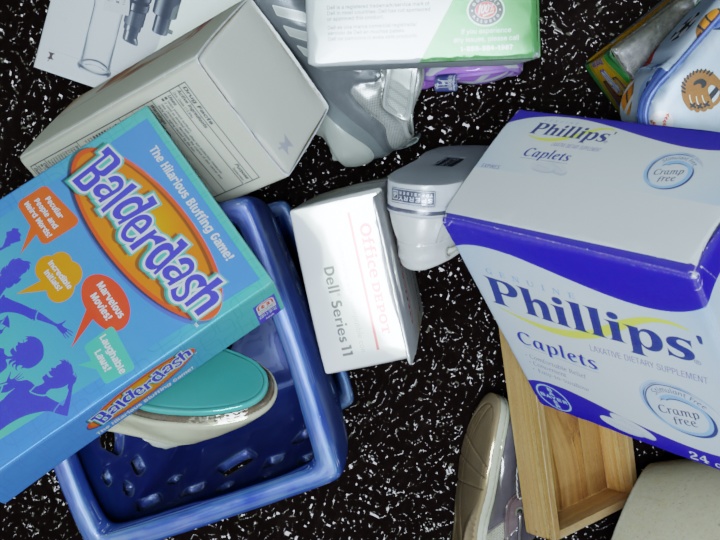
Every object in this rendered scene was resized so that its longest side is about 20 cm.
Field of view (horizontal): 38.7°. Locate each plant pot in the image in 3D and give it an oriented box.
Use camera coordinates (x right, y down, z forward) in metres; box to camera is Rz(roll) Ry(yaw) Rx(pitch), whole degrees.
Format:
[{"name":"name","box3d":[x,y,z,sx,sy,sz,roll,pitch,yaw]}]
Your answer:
[{"name":"plant pot","box3d":[-0.117,0.062,0.762,0.198,0.180,0.202,-19,96,11]}]

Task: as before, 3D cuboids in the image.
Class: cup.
[{"name":"cup","box3d":[0.265,0.220,0.763,0.142,0.200,0.203,21,100,27]}]

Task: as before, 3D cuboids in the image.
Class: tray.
[{"name":"tray","box3d":[0.159,0.092,0.791,0.098,0.037,0.203,-13,99,-35]}]

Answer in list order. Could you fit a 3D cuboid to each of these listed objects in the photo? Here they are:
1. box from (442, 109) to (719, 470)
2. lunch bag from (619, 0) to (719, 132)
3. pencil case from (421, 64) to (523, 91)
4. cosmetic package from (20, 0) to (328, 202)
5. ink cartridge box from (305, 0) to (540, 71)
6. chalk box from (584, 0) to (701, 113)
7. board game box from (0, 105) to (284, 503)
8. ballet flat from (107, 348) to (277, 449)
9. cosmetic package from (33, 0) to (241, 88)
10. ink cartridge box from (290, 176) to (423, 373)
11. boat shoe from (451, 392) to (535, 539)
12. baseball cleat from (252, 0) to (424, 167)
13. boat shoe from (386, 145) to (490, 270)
[{"name":"box","box3d":[0.176,0.014,0.646,0.105,0.183,0.201,-50,130,-22]},{"name":"lunch bag","box3d":[0.275,-0.117,0.637,0.160,0.076,0.200,44,99,-5]},{"name":"pencil case","box3d":[0.075,-0.234,0.761,0.085,0.083,0.203,3,98,39]},{"name":"cosmetic package","box3d":[-0.135,-0.098,0.735,0.198,0.088,0.104,-16,122,37]},{"name":"ink cartridge box","box3d":[0.036,-0.231,0.644,0.144,0.083,0.203,-1,99,3]},{"name":"chalk box","box3d":[0.275,-0.111,0.736,0.124,0.124,0.201,-37,94,8]},{"name":"board game box","box3d":[-0.169,0.015,0.615,0.199,0.045,0.153,-35,68,-10]},{"name":"ballet flat","box3d":[-0.147,0.079,0.651,0.197,0.069,0.071,8,98,9]},{"name":"cosmetic package","box3d":[-0.137,-0.199,0.797,0.198,0.052,0.153,18,101,2]},{"name":"ink cartridge box","box3d":[0.000,0.000,0.735,0.066,0.200,0.119,-12,96,7]},{"name":"boat shoe","box3d":[0.112,0.199,0.821,0.064,0.072,0.203,6,93,-10]},{"name":"baseball cleat","box3d":[-0.015,-0.173,0.732,0.105,0.070,0.201,-18,121,18]},{"name":"boat shoe","box3d":[0.074,-0.048,0.729,0.071,0.200,0.067,6,107,19]}]
